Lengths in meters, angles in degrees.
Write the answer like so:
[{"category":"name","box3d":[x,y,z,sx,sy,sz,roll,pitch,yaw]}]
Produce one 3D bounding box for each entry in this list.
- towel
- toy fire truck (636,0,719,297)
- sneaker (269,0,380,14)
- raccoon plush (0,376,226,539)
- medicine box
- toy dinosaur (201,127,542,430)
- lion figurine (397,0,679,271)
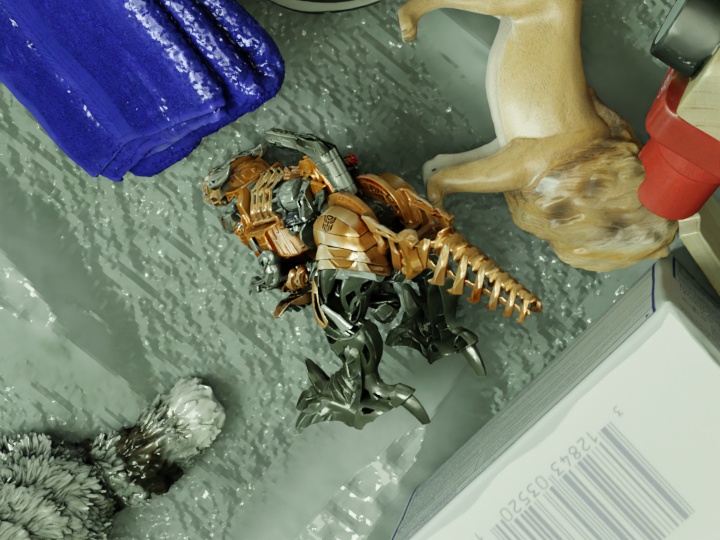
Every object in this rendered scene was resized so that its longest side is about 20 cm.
[{"category":"towel","box3d":[-0.124,-0.109,1.359,0.148,0.200,0.050,44,68,-9]},{"category":"toy fire truck","box3d":[0.188,-0.084,1.390,0.128,0.176,0.200,30,142,-3]},{"category":"sneaker","box3d":[-0.057,-0.164,1.361,0.200,0.115,0.076,-1,86,19]},{"category":"raccoon plush","box3d":[-0.166,0.120,1.432,0.097,0.134,0.200,44,99,-4]},{"category":"medicine box","box3d":[0.114,0.098,1.383,0.182,0.200,0.103,-44,90,9]},{"category":"toy dinosaur","box3d":[0.000,0.000,1.394,0.102,0.200,0.136,-23,120,-16]},{"category":"lion figurine","box3d":[0.084,-0.094,1.416,0.122,0.072,0.201,-10,97,1]}]
